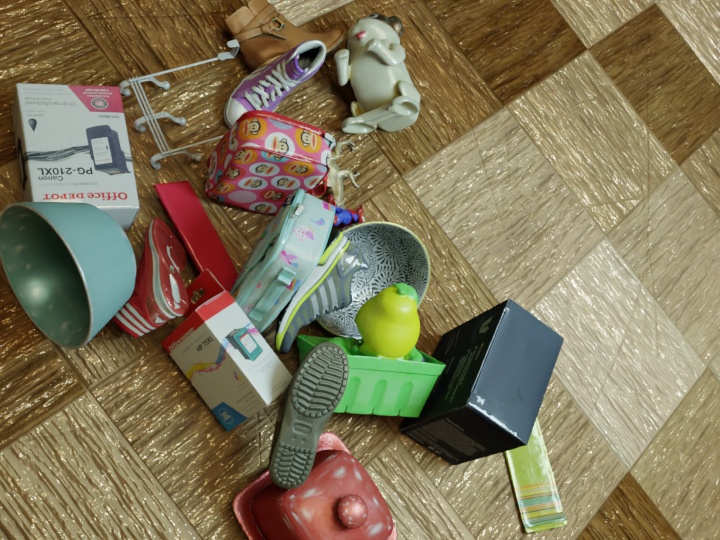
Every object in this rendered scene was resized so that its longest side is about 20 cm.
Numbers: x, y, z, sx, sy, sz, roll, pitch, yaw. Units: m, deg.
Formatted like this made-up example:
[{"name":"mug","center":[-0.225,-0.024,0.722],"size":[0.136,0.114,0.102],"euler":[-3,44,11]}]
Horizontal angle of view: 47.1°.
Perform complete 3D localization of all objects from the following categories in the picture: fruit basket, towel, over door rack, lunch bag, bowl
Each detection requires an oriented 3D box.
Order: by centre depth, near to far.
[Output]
[{"name":"bowl","center":[-0.368,-0.009,1.072],"size":[0.105,0.201,0.201],"euler":[-30,85,-42]},{"name":"lunch bag","center":[-0.116,-0.013,1.172],"size":[0.077,0.200,0.160],"euler":[31,39,-10]},{"name":"fruit basket","center":[0.021,0.109,1.224],"size":[0.215,0.155,0.216],"euler":[-4,99,-24]},{"name":"lunch bag","center":[-0.129,-0.153,1.252],"size":[0.176,0.200,0.082],"euler":[13,65,-26]},{"name":"over door rack","center":[-0.258,-0.255,1.298],"size":[0.200,0.067,0.148],"euler":[-23,80,-12]},{"name":"bowl","center":[0.000,0.000,1.299],"size":[0.201,0.094,0.201],"euler":[-8,116,-17]},{"name":"towel","center":[0.284,0.329,1.373],"size":[0.086,0.018,0.200],"euler":[-2,70,-29]}]

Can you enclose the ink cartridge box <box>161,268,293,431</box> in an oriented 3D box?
[{"name":"ink cartridge box","center":[-0.197,0.111,1.147],"size":[0.200,0.116,0.067],"euler":[52,42,1]}]

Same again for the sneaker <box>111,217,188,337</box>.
[{"name":"sneaker","center":[-0.310,0.012,1.161],"size":[0.078,0.115,0.200],"euler":[52,12,-36]}]

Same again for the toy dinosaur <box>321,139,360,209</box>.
[{"name":"toy dinosaur","center":[-0.061,-0.187,1.389],"size":[0.101,0.058,0.200],"euler":[-34,87,-33]}]

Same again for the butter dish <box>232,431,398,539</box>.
[{"name":"butter dish","center":[-0.037,0.334,1.123],"size":[0.200,0.148,0.200],"euler":[-30,84,-34]}]

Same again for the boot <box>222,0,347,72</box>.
[{"name":"boot","center":[-0.127,-0.417,1.437],"size":[0.200,0.074,0.155],"euler":[-42,97,-31]}]

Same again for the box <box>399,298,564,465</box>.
[{"name":"box","center":[0.186,0.177,1.277],"size":[0.117,0.200,0.197],"euler":[35,58,-11]}]

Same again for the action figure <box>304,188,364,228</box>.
[{"name":"action figure","center":[-0.030,-0.090,1.311],"size":[0.065,0.200,0.052],"euler":[23,90,18]}]

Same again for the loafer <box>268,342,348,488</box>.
[{"name":"loafer","center":[-0.078,0.190,1.109],"size":[0.076,0.067,0.200],"euler":[27,77,-16]}]

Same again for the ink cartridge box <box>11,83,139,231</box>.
[{"name":"ink cartridge box","center":[-0.407,-0.157,1.176],"size":[0.145,0.084,0.200],"euler":[-5,71,-29]}]

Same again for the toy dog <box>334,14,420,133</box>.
[{"name":"toy dog","center":[0.040,-0.357,1.458],"size":[0.194,0.139,0.200],"euler":[-4,78,-52]}]

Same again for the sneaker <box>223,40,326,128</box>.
[{"name":"sneaker","center":[-0.138,-0.306,1.335],"size":[0.200,0.114,0.073],"euler":[-45,104,-9]}]

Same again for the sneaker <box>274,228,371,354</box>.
[{"name":"sneaker","center":[-0.058,0.042,1.191],"size":[0.081,0.074,0.200],"euler":[32,101,-10]}]

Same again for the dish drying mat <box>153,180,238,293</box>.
[{"name":"dish drying mat","center":[-0.241,-0.045,1.244],"size":[0.077,0.018,0.200],"euler":[-18,76,-58]}]
